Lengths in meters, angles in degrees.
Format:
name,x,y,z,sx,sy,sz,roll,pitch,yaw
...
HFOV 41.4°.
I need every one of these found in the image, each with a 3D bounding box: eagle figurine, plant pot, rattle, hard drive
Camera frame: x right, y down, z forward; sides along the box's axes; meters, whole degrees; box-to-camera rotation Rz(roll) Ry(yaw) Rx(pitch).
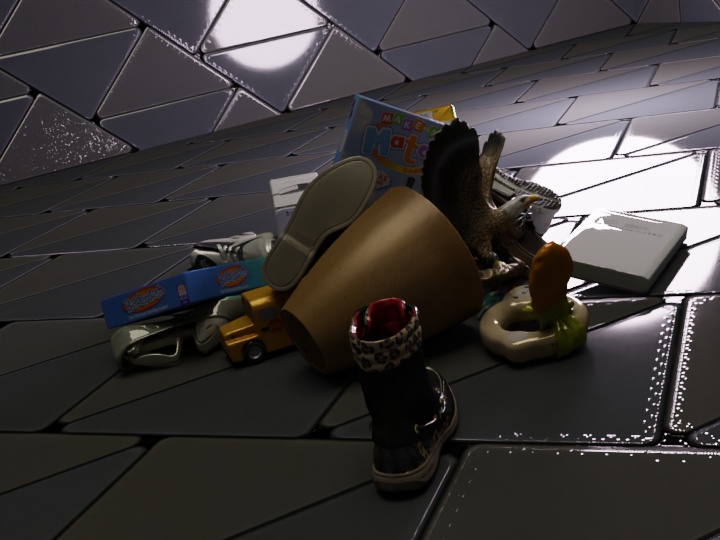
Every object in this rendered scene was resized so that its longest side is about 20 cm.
name,x,y,z,sx,sy,sz,roll,pitch,yaw
eagle figurine,0.150,-0.078,1.203,0.151,0.200,0.152,-22,-11,-17
plant pot,0.011,0.029,1.133,0.200,0.187,0.186,-34,25,-20
rattle,0.181,0.014,1.111,0.130,0.143,0.200,-28,23,8
hard drive,0.346,-0.031,1.272,0.132,0.026,0.200,15,29,28

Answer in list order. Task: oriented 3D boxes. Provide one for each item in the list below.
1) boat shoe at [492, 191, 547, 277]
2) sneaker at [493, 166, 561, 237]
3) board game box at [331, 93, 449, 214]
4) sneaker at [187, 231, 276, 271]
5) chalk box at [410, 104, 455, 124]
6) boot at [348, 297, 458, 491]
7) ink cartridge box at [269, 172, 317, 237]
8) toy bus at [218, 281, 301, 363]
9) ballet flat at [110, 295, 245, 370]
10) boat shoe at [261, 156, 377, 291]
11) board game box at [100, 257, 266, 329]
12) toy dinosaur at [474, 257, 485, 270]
name,x,y,z,sx,sy,sz,roll,pitch,yaw
boat shoe,0.197,-0.061,1.295,0.200,0.072,0.072,34,38,18
sneaker,0.187,-0.105,1.372,0.200,0.080,0.074,31,42,22
board game box,0.034,-0.111,1.242,0.151,0.200,0.037,15,13,-15
sneaker,-0.205,-0.012,1.509,0.129,0.080,0.199,-20,20,-20
chalk box,0.113,-0.149,1.570,0.124,0.200,0.124,-10,41,7
boot,0.041,0.098,0.908,0.073,0.151,0.200,-5,19,18
ink cartridge box,-0.084,-0.057,1.461,0.084,0.145,0.200,-11,18,-4
toy bus,-0.086,0.054,1.236,0.200,0.078,0.065,-17,19,-16
ballet flat,-0.232,0.090,1.270,0.200,0.067,0.064,-15,46,-8
boat shoe,-0.050,-0.061,1.195,0.200,0.073,0.063,-51,-5,8
board game box,-0.238,0.029,1.335,0.152,0.045,0.200,-17,-2,27
toy dinosaur,0.118,-0.019,1.311,0.200,0.060,0.106,23,36,-11
